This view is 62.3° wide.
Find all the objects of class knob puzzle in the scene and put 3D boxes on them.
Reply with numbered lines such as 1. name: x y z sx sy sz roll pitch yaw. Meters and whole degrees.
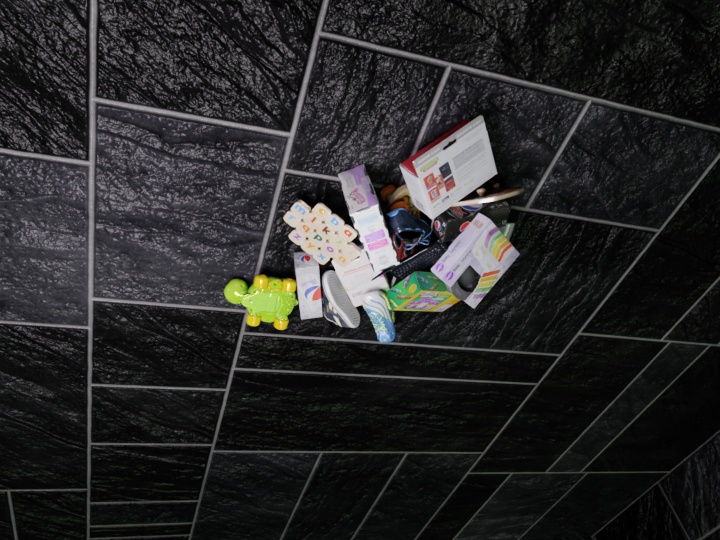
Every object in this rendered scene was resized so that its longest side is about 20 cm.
1. knob puzzle: 0.299 -0.188 1.444 0.219 0.220 0.031 -11 100 -2

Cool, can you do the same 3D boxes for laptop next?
1. laptop: 0.155 0.004 1.542 0.177 0.104 0.200 -30 128 26

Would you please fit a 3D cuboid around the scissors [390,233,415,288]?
1. scissors: 0.110 -0.015 1.617 0.014 0.073 0.201 -31 136 -41

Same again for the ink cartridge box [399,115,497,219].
1. ink cartridge box: 0.200 -0.250 1.371 0.200 0.084 0.176 -35 134 -9

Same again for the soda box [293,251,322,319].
1. soda box: -0.142 0.042 1.626 0.063 0.068 0.200 -7 134 -7

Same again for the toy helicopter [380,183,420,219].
1. toy helicopter: 0.140 -0.155 1.516 0.132 0.079 0.200 -27 145 1

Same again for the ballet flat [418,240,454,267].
1. ballet flat: 0.204 -0.042 1.624 0.200 0.069 0.071 -36 117 16

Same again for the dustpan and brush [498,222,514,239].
1. dustpan and brush: 0.328 -0.064 1.575 0.199 0.057 0.140 4 112 -27

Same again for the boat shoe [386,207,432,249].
1. boat shoe: 0.119 -0.089 1.468 0.084 0.069 0.200 -28 156 27

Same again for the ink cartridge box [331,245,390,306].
1. ink cartridge box: 0.000 0.000 1.618 0.117 0.067 0.200 -19 135 6

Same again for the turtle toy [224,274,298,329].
1. turtle toy: -0.265 0.070 1.599 0.199 0.101 0.146 10 107 -18

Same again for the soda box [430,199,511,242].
1. soda box: 0.283 -0.137 1.523 0.199 0.063 0.071 -15 137 -21

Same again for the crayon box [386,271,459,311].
1. crayon box: 0.185 0.059 1.595 0.199 0.058 0.119 5 149 -40

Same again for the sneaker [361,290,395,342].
1. sneaker: 0.062 0.136 1.652 0.075 0.105 0.200 -21 147 10

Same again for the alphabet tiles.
1. alphabet tiles: -0.095 -0.089 1.467 0.200 0.015 0.196 40 145 -9

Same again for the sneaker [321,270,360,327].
1. sneaker: -0.077 0.086 1.673 0.079 0.079 0.200 -5 127 32

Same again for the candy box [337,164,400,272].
1. candy box: 0.021 -0.124 1.433 0.071 0.168 0.200 -20 135 5

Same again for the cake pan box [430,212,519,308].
1. cake pan box: 0.293 -0.020 1.518 0.200 0.052 0.184 -49 130 1
